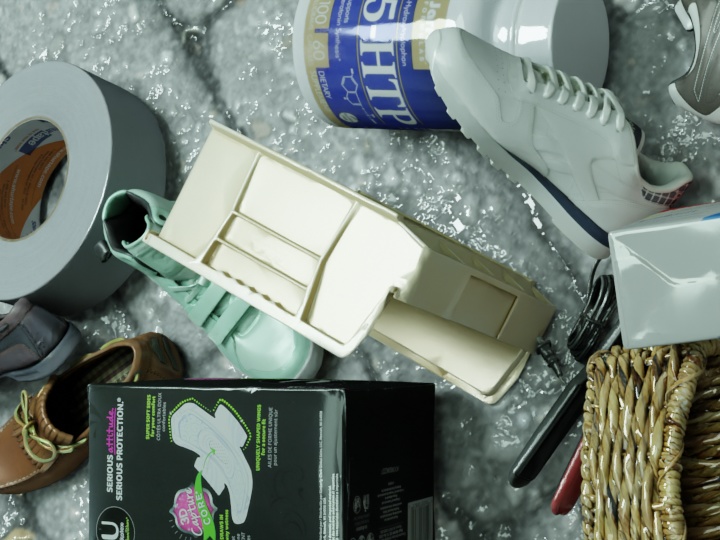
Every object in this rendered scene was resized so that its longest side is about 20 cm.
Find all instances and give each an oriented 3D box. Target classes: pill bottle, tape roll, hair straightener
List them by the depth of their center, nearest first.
[{"bbox_3d":[0.147,0.055,1.053,0.077,0.041,0.201,28,95,29],"label":"hair straightener"},{"bbox_3d":[0.064,-0.156,1.108,0.199,0.119,0.121,4,82,34],"label":"pill bottle"},{"bbox_3d":[-0.252,-0.066,1.314,0.199,0.066,0.202,-14,67,35],"label":"tape roll"}]

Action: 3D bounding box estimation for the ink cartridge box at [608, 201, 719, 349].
[{"bbox_3d":[0.223,-0.007,0.932,0.115,0.200,0.068,-8,93,22],"label":"ink cartridge box"}]

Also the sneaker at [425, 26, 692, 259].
[{"bbox_3d":[0.122,-0.095,1.012,0.080,0.200,0.077,-36,31,29],"label":"sneaker"}]

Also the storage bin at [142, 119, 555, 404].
[{"bbox_3d":[0.000,0.000,1.068,0.198,0.200,0.094,29,93,34],"label":"storage bin"}]

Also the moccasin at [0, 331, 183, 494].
[{"bbox_3d":[-0.232,0.115,1.266,0.200,0.078,0.074,-29,68,25],"label":"moccasin"}]

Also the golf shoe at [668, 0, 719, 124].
[{"bbox_3d":[0.246,-0.191,1.024,0.094,0.078,0.202,9,83,34],"label":"golf shoe"}]

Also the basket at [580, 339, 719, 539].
[{"bbox_3d":[0.219,0.136,0.930,0.148,0.142,0.202,-9,75,32],"label":"basket"}]

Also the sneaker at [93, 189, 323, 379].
[{"bbox_3d":[-0.119,0.015,1.191,0.200,0.118,0.074,44,102,30],"label":"sneaker"}]

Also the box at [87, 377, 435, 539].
[{"bbox_3d":[-0.066,0.137,1.094,0.198,0.148,0.126,0,88,26],"label":"box"}]

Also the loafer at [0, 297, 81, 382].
[{"bbox_3d":[-0.303,0.056,1.307,0.199,0.063,0.072,-13,37,46],"label":"loafer"}]
